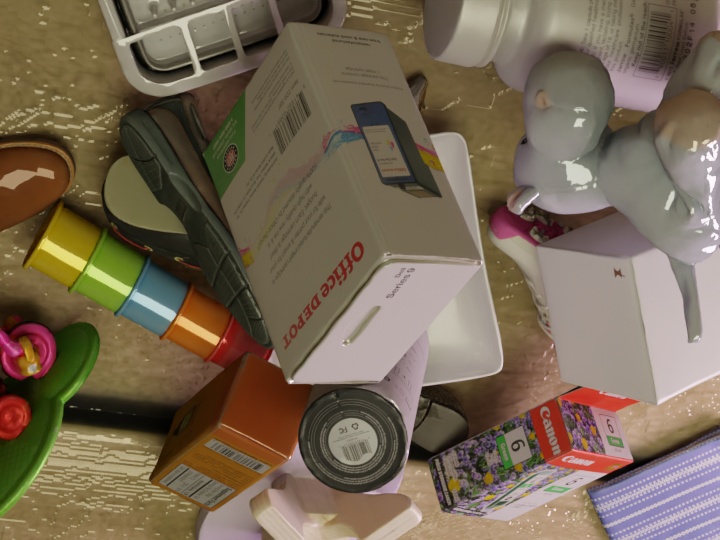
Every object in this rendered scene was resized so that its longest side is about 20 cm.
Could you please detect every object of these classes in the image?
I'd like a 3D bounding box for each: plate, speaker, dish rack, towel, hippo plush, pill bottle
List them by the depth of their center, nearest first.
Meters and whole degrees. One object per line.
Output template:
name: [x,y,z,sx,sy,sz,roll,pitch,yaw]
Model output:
hippo plush: [0.194,-0.090,1.424,0.159,0.160,0.201,15,131,22]
dish rack: [-0.111,-0.236,1.426,0.170,0.044,0.201,-18,123,0]
pill bottle: [0.153,-0.184,1.473,0.198,0.115,0.115,7,119,-17]
speaker: [0.006,0.087,1.478,0.080,0.200,0.082,2,108,5]
plate: [0.000,0.000,1.571,0.197,0.032,0.202,-10,108,3]
towel: [0.304,0.238,1.824,0.144,0.024,0.201,-25,121,6]

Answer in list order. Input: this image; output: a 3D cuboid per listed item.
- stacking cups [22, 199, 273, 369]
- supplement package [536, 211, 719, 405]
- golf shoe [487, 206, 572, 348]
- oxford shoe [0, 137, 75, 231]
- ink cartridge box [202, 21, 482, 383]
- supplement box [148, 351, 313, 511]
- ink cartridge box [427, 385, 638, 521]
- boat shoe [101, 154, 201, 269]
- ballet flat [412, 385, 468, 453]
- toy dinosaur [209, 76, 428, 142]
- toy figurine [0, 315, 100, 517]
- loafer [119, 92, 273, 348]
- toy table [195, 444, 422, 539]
stacking cups: [-0.158,0.019,1.539,0.199,0.061,0.061,29,112,-15]
supplement package: [0.254,0.008,1.555,0.199,0.117,0.118,-21,107,-30]
golf shoe: [0.168,0.022,1.629,0.199,0.076,0.092,32,113,-26]
oxford shoe: [-0.303,-0.038,1.488,0.198,0.071,0.072,-21,122,-1]
ink cartridge box: [-0.017,-0.043,1.362,0.087,0.201,0.146,3,141,-34]
supplement box: [-0.103,0.128,1.565,0.068,0.067,0.200,28,155,-13]
ink cartridge box: [0.166,0.145,1.657,0.199,0.051,0.109,-29,155,28]
boat shoe: [-0.098,-0.033,1.516,0.199,0.063,0.074,18,76,-5]
ballet flat: [0.009,0.084,1.652,0.199,0.046,0.067,34,108,-23]
toy dinosaur: [-0.038,-0.114,1.494,0.198,0.061,0.107,-10,147,-11]
toy figurine: [-0.321,0.071,1.507,0.200,0.150,0.184,-50,123,-6]
loafer: [-0.097,-0.041,1.454,0.063,0.072,0.201,-32,85,-23]
toy table: [-0.041,0.221,1.677,0.183,0.117,0.200,37,107,-29]
